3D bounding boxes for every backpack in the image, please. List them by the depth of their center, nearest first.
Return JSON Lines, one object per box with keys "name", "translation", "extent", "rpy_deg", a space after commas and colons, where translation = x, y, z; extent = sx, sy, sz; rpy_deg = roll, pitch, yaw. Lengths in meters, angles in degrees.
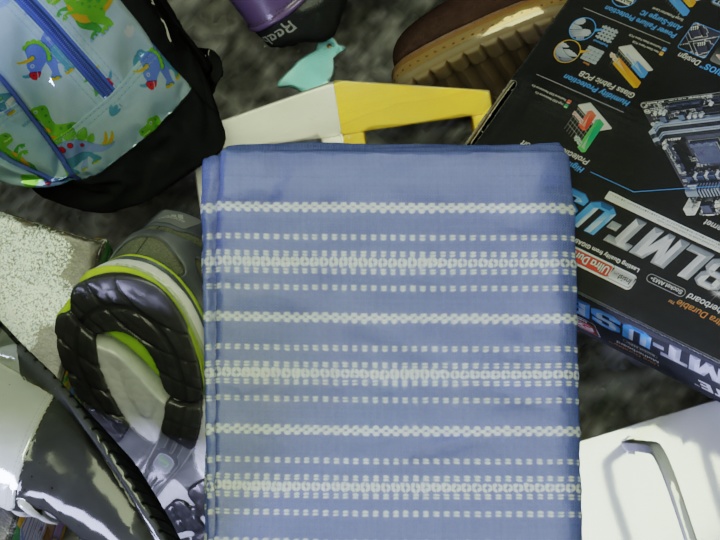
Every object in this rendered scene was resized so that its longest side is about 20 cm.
{"name": "backpack", "translation": [-0.166, -0.124, 1.120], "extent": [0.154, 0.200, 0.163], "rpy_deg": [-31, 39, -7]}

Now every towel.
{"name": "towel", "translation": [0.011, 0.047, 1.046], "extent": [0.144, 0.024, 0.201], "rpy_deg": [-1, 78, 1]}

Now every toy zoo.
{"name": "toy zoo", "translation": [0.000, 0.000, 1.169], "extent": [0.131, 0.020, 0.201], "rpy_deg": [-7, 95, -1]}

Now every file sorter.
{"name": "file sorter", "translation": [0.088, 0.142, 1.101], "extent": [0.199, 0.125, 0.139], "rpy_deg": [-16, 87, -3]}

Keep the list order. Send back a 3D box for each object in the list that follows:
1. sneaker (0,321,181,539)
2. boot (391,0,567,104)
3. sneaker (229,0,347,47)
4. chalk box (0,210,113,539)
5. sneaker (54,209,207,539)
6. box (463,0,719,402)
{"name": "sneaker", "translation": [-0.150, 0.065, 1.041], "extent": [0.089, 0.074, 0.200], "rpy_deg": [-44, 71, -8]}
{"name": "boot", "translation": [0.078, -0.172, 1.229], "extent": [0.200, 0.072, 0.167], "rpy_deg": [-26, 65, -3]}
{"name": "sneaker", "translation": [0.010, -0.168, 1.184], "extent": [0.200, 0.076, 0.088], "rpy_deg": [-41, 108, -28]}
{"name": "chalk box", "translation": [-0.183, 0.077, 1.136], "extent": [0.124, 0.124, 0.201], "rpy_deg": [17, 78, 4]}
{"name": "sneaker", "translation": [-0.062, 0.064, 1.119], "extent": [0.074, 0.200, 0.081], "rpy_deg": [6, 38, 21]}
{"name": "box", "translation": [0.157, -0.051, 1.089], "extent": [0.200, 0.050, 0.199], "rpy_deg": [26, 74, 30]}
